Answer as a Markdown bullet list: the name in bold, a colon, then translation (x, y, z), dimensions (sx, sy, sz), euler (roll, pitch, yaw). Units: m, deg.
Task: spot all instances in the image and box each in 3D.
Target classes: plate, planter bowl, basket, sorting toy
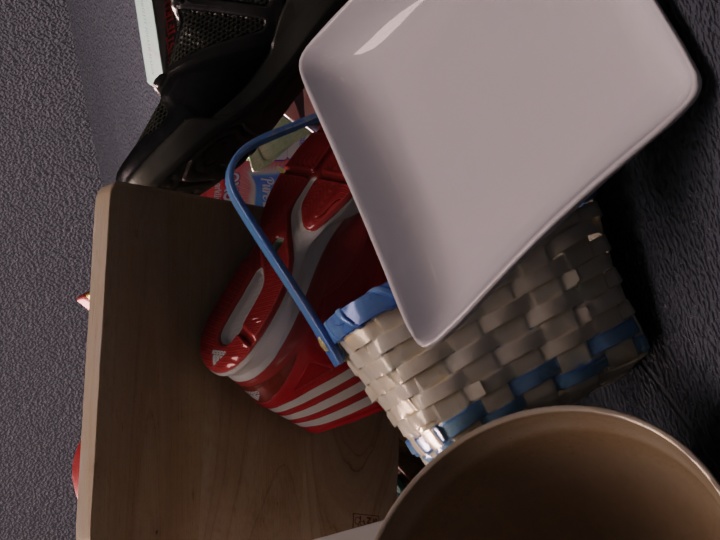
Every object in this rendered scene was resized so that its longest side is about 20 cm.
- **plate**: translation (0.068, -0.093, 1.212), dimensions (0.200, 0.032, 0.200), euler (-44, 51, 28)
- **planter bowl**: translation (0.113, 0.182, 1.233), dimensions (0.135, 0.200, 0.201), euler (44, -158, -58)
- **basket**: translation (0.044, -0.007, 1.304), dimensions (0.201, 0.176, 0.139), euler (64, 171, 0)
- **sorting toy**: translation (-0.077, 0.067, 1.416), dimensions (0.069, 0.198, 0.201), euler (-12, 73, 55)

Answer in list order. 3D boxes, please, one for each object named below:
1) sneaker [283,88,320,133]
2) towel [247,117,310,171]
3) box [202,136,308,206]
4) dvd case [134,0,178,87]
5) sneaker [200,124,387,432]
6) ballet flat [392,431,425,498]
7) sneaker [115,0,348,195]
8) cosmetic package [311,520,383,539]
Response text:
- **sneaker**: translation (0.027, -0.113, 1.520), dimensions (0.199, 0.130, 0.079), euler (39, 179, -19)
- **towel**: translation (-0.028, -0.176, 1.544), dimensions (0.023, 0.152, 0.201), euler (27, 137, 37)
- **box**: translation (-0.062, -0.030, 1.815), dimensions (0.095, 0.102, 0.201), euler (81, -173, -46)
- **dvd case**: translation (-0.060, -0.215, 1.521), dimensions (0.022, 0.200, 0.146), euler (28, 140, 35)
- **sneaker**: translation (0.000, 0.000, 1.403), dimensions (0.115, 0.200, 0.078), euler (42, 165, -32)
- **ballet flat**: translation (0.039, 0.122, 1.483), dimensions (0.200, 0.072, 0.068), euler (45, 157, 44)
- **sneaker**: translation (-0.090, -0.128, 1.430), dimensions (0.114, 0.200, 0.076), euler (38, -179, 16)
- **cosmetic package**: translation (0.063, 0.163, 1.354), dimensions (0.083, 0.199, 0.051), euler (89, 163, -50)
